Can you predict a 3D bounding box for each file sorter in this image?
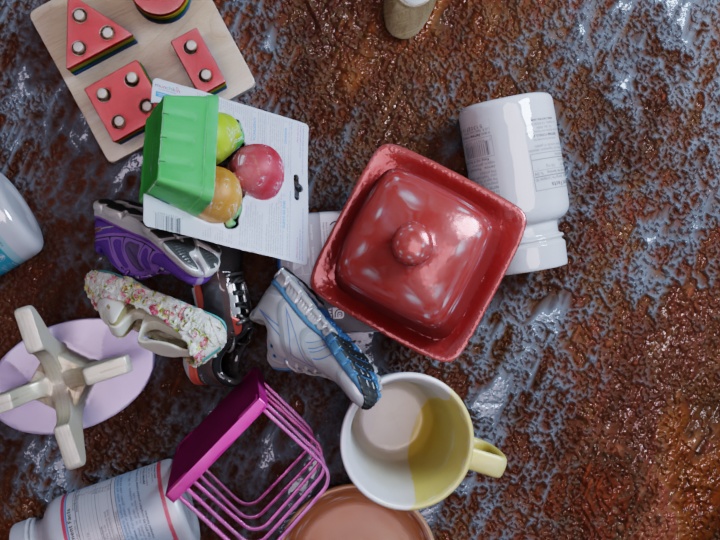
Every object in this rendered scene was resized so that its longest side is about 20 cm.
[{"bbox_3d":[-0.121,0.216,1.122,0.125,0.200,0.139,45,88,-8],"label":"file sorter"}]

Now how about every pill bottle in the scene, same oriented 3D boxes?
[{"bbox_3d":[-0.295,0.301,1.153,0.198,0.109,0.110,-19,93,-4],"label":"pill bottle"},{"bbox_3d":[-0.471,-0.021,1.126,0.199,0.111,0.111,-31,94,-3],"label":"pill bottle"},{"bbox_3d":[0.187,-0.101,1.180,0.113,0.114,0.202,-10,92,-5],"label":"pill bottle"}]

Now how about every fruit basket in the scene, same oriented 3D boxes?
[{"bbox_3d":[-0.148,-0.108,1.119,0.199,0.093,0.187,16,62,-35],"label":"fruit basket"}]

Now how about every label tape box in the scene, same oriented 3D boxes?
[{"bbox_3d":[0.000,0.000,1.192,0.198,0.066,0.145,-4,92,-3],"label":"label tape box"}]

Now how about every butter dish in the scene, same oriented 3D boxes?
[{"bbox_3d":[0.059,-0.023,1.080,0.199,0.148,0.201,28,91,7],"label":"butter dish"}]

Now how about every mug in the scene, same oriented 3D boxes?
[{"bbox_3d":[0.056,0.198,1.158,0.149,0.153,0.187,-40,95,-3],"label":"mug"}]

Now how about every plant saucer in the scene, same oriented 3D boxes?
[{"bbox_3d":[-0.006,0.357,1.216,0.198,0.037,0.203,0,91,-6],"label":"plant saucer"}]

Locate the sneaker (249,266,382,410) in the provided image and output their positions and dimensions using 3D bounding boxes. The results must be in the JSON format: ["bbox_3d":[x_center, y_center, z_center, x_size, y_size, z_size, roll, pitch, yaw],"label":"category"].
[{"bbox_3d":[-0.054,0.091,1.088,0.087,0.075,0.200,-46,54,5],"label":"sneaker"}]

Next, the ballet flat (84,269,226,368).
[{"bbox_3d":[-0.243,0.054,1.121,0.198,0.076,0.064,18,51,21],"label":"ballet flat"}]

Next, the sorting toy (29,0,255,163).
[{"bbox_3d":[-0.255,-0.261,1.159,0.199,0.070,0.200,-29,94,-3],"label":"sorting toy"}]

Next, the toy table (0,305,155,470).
[{"bbox_3d":[-0.341,0.125,1.140,0.199,0.117,0.185,-29,94,-3],"label":"toy table"}]

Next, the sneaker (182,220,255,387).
[{"bbox_3d":[-0.149,0.041,1.161,0.081,0.077,0.202,12,101,32],"label":"sneaker"}]

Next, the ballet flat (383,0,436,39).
[{"bbox_3d":[0.081,-0.377,1.184,0.067,0.072,0.202,25,90,-5],"label":"ballet flat"}]

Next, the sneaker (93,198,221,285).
[{"bbox_3d":[-0.234,-0.020,1.135,0.080,0.199,0.084,-5,111,-47],"label":"sneaker"}]
